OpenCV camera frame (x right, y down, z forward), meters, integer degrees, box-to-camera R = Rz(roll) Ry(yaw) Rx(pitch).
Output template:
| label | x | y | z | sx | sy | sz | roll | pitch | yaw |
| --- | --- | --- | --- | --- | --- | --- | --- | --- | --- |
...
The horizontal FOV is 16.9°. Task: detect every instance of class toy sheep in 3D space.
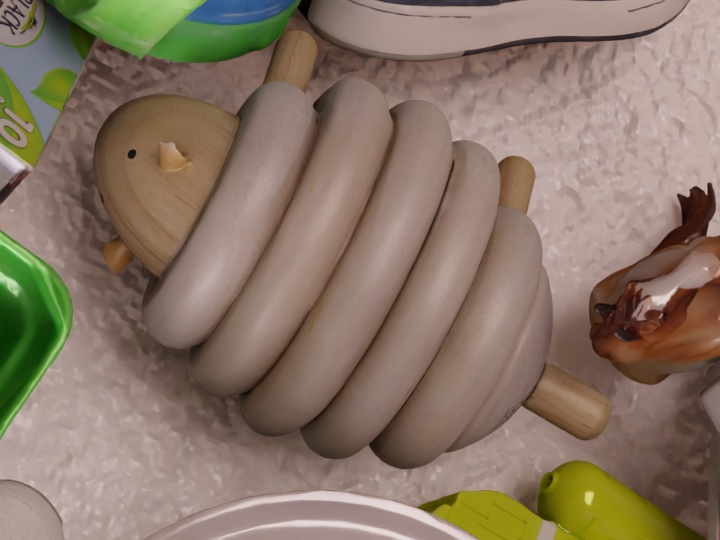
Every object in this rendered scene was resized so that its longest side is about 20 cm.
| label | x | y | z | sx | sy | sz | roll | pitch | yaw |
| --- | --- | --- | --- | --- | --- | --- | --- | --- | --- |
| toy sheep | 0.000 | 0.000 | 0.820 | 0.199 | 0.138 | 0.138 | 26 | 63 | -7 |

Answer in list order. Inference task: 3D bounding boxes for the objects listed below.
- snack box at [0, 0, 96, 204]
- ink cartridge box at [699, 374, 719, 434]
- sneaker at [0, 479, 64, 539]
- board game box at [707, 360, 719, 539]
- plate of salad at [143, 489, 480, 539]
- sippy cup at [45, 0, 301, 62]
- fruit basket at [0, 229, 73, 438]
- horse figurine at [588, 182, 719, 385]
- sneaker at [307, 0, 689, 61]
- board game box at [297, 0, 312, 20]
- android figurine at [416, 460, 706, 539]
| label | x | y | z | sx | sy | sz | roll | pitch | yaw |
| --- | --- | --- | --- | --- | --- | --- | --- | --- | --- |
| snack box | -0.178 | -0.110 | 0.757 | 0.200 | 0.053 | 0.142 | 38 | 29 | -15 |
| ink cartridge box | 0.233 | 0.118 | 0.867 | 0.199 | 0.041 | 0.201 | 5 | 51 | -47 |
| sneaker | -0.145 | 0.141 | 0.722 | 0.070 | 0.080 | 0.201 | 42 | 58 | -10 |
| board game box | 0.214 | 0.109 | 0.918 | 0.200 | 0.026 | 0.200 | 36 | 34 | -16 |
| plate of salad | -0.020 | 0.168 | 0.778 | 0.199 | 0.048 | 0.201 | -1 | 96 | -11 |
| sippy cup | -0.047 | -0.159 | 0.786 | 0.139 | 0.130 | 0.178 | -4 | 59 | -42 |
| fruit basket | -0.182 | 0.041 | 0.647 | 0.155 | 0.215 | 0.216 | 38 | 60 | -15 |
| horse figurine | 0.128 | 0.002 | 0.873 | 0.132 | 0.200 | 0.050 | -32 | 92 | -7 |
| sneaker | 0.071 | -0.161 | 0.888 | 0.202 | 0.077 | 0.147 | -16 | 123 | -48 |
| board game box | 0.010 | -0.200 | 0.944 | 0.135 | 0.028 | 0.200 | 51 | 58 | -6 |
| android figurine | 0.064 | 0.157 | 0.862 | 0.200 | 0.041 | 0.183 | 34 | 61 | -19 |
